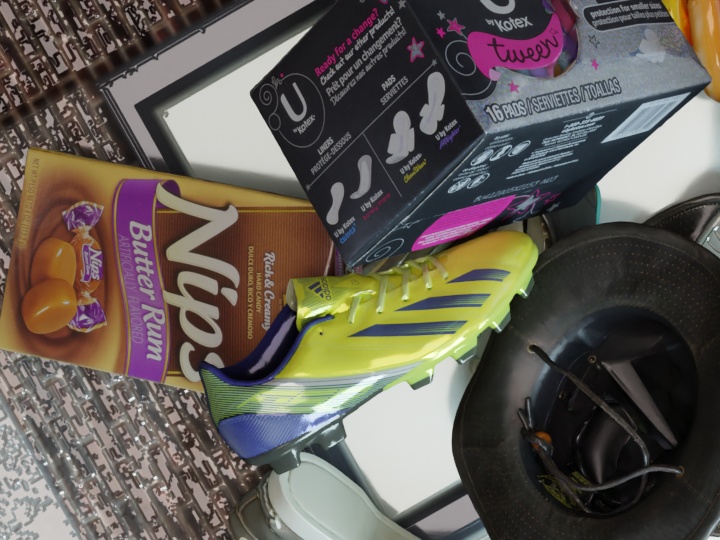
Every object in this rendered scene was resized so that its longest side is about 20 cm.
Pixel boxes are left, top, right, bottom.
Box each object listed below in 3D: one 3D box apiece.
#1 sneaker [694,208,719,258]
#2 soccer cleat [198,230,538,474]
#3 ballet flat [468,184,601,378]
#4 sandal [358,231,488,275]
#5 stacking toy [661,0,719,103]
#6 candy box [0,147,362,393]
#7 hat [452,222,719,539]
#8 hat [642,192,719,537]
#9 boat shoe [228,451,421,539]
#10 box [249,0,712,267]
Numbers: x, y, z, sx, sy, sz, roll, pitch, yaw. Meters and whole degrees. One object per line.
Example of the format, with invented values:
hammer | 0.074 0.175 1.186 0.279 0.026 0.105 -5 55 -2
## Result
sneaker | 0.261 -0.044 1.616 0.200 0.106 0.075 -38 94 0
soccer cleat | 0.005 0.027 1.534 0.200 0.065 0.084 -34 99 -9
ballet flat | 0.095 0.037 1.646 0.068 0.068 0.201 2 89 -40
sandal | 0.000 0.000 1.651 0.200 0.080 0.054 -41 71 8
stacking toy | 0.163 -0.140 1.628 0.199 0.110 0.117 -4 90 16
candy box | -0.100 0.005 1.619 0.199 0.056 0.118 11 92 21
hat | 0.151 0.080 1.565 0.200 0.081 0.202 -9 74 36
hat | 0.214 0.058 1.640 0.199 0.081 0.202 0 94 2
boat shoe | 0.011 0.188 1.663 0.202 0.072 0.060 43 124 -14
box | 0.065 -0.099 1.525 0.132 0.199 0.115 -43 72 40
